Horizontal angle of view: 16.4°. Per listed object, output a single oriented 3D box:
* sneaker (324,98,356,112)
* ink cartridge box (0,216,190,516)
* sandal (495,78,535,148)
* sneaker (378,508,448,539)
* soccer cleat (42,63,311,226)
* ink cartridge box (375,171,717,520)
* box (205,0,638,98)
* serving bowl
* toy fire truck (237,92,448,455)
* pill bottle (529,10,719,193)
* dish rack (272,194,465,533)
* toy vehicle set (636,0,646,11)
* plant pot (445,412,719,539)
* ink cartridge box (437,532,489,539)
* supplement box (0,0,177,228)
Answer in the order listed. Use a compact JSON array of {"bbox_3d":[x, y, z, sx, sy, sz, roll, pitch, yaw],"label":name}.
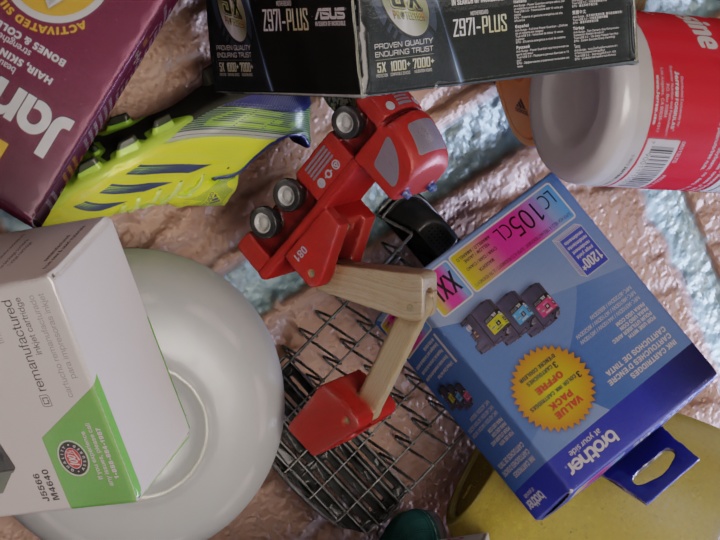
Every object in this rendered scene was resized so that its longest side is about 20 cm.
[{"bbox_3d":[-0.039,-0.189,1.539,0.088,0.077,0.202,-20,103,-39],"label":"sneaker"},{"bbox_3d":[-0.219,0.063,1.438,0.084,0.199,0.146,-54,129,-56],"label":"ink cartridge box"},{"bbox_3d":[0.081,-0.168,1.611,0.059,0.079,0.208,-23,113,-24],"label":"sandal"},{"bbox_3d":[-0.004,0.250,1.666,0.079,0.071,0.201,18,94,-33],"label":"sneaker"},{"bbox_3d":[-0.115,-0.065,1.543,0.199,0.065,0.084,-29,117,-19],"label":"soccer cleat"},{"bbox_3d":[0.127,0.060,1.578,0.136,0.076,0.200,-36,84,-22],"label":"ink cartridge box"},{"bbox_3d":[0.034,-0.153,1.455,0.199,0.163,0.087,-9,100,-32],"label":"box"},{"bbox_3d":[-0.139,0.091,1.537,0.198,0.066,0.202,-3,103,-12],"label":"serving bowl"},{"bbox_3d":[0.000,0.000,1.521,0.200,0.141,0.049,-49,163,30],"label":"toy fire truck"},{"bbox_3d":[0.217,-0.106,1.599,0.199,0.112,0.113,2,101,-28],"label":"pill bottle"},{"bbox_3d":[0.018,0.067,1.648,0.200,0.054,0.154,-46,116,-9],"label":"dish rack"},{"bbox_3d":[0.183,-0.273,1.584,0.026,0.124,0.202,8,76,3],"label":"toy vehicle set"},{"bbox_3d":[0.142,0.161,1.672,0.141,0.200,0.201,31,86,-5],"label":"plant pot"},{"bbox_3d":[-0.015,0.226,1.561,0.198,0.146,0.087,-8,91,7],"label":"ink cartridge box"},{"bbox_3d":[-0.191,-0.143,1.441,0.130,0.103,0.201,30,86,-4],"label":"supplement box"}]
